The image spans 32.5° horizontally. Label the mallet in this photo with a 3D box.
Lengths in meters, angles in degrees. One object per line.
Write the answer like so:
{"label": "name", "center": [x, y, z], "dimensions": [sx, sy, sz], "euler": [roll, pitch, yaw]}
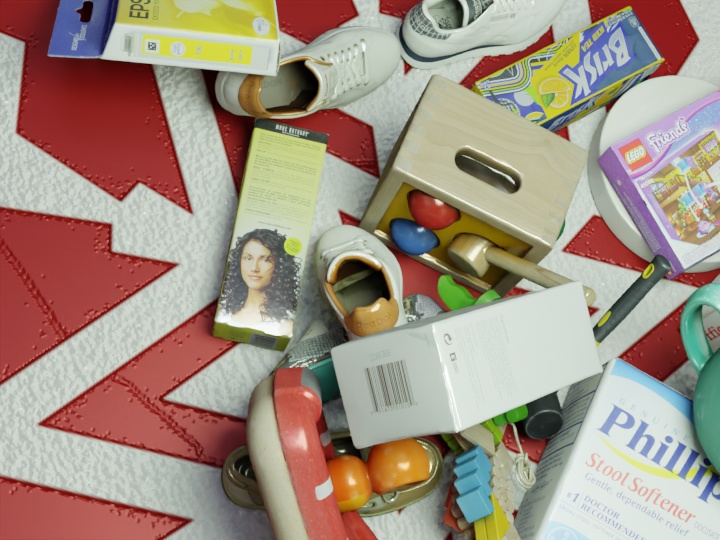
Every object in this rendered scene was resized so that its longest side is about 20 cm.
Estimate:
{"label": "mallet", "center": [0.201, 0.058, 1.101], "dimensions": [0.041, 0.201, 0.066], "euler": [24, 22, -28]}

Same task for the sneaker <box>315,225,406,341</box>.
{"label": "sneaker", "center": [0.000, 0.000, 1.064], "dimensions": [0.072, 0.086, 0.201], "euler": [-21, 35, -4]}

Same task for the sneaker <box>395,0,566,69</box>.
{"label": "sneaker", "center": [0.132, -0.262, 1.238], "dimensions": [0.198, 0.081, 0.077], "euler": [-25, 77, -20]}

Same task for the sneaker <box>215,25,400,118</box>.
{"label": "sneaker", "center": [-0.031, -0.177, 1.155], "dimensions": [0.198, 0.084, 0.074], "euler": [-22, 117, -29]}

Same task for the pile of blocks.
{"label": "pile of blocks", "center": [0.090, 0.175, 1.067], "dimensions": [0.082, 0.062, 0.202], "euler": [40, 34, -34]}

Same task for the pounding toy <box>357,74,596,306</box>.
{"label": "pounding toy", "center": [0.112, -0.048, 1.106], "dimensions": [0.198, 0.184, 0.144], "euler": [26, 69, -2]}

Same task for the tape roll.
{"label": "tape roll", "center": [0.328, -0.098, 1.248], "dimensions": [0.199, 0.037, 0.206], "euler": [4, 71, -11]}

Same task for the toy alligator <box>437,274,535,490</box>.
{"label": "toy alligator", "center": [0.127, 0.088, 1.084], "dimensions": [0.059, 0.054, 0.203], "euler": [-2, 67, -59]}

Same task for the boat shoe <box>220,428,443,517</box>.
{"label": "boat shoe", "center": [-0.020, 0.172, 1.071], "dimensions": [0.197, 0.063, 0.075], "euler": [3, 71, -11]}

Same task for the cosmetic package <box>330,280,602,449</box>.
{"label": "cosmetic package", "center": [0.086, 0.070, 0.953], "dimensions": [0.198, 0.112, 0.083], "euler": [-11, 86, -46]}

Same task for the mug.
{"label": "mug", "center": [0.352, 0.106, 1.041], "dimensions": [0.149, 0.115, 0.188], "euler": [-1, 59, -22]}

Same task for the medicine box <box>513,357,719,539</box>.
{"label": "medicine box", "center": [0.246, 0.214, 1.093], "dimensions": [0.180, 0.103, 0.202], "euler": [29, 69, -2]}

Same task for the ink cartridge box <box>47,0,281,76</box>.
{"label": "ink cartridge box", "center": [-0.175, -0.245, 1.130], "dimensions": [0.196, 0.048, 0.199], "euler": [6, 34, -12]}

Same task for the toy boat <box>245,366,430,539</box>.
{"label": "toy boat", "center": [-0.007, 0.168, 0.972], "dimensions": [0.129, 0.131, 0.203], "euler": [-15, 106, 2]}

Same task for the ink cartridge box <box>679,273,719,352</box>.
{"label": "ink cartridge box", "center": [0.418, 0.075, 1.151], "dimensions": [0.200, 0.146, 0.085], "euler": [46, 68, 6]}

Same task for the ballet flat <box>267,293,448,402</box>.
{"label": "ballet flat", "center": [-0.011, 0.070, 1.114], "dimensions": [0.197, 0.072, 0.073], "euler": [-19, 77, -17]}

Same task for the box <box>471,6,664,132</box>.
{"label": "box", "center": [0.201, -0.186, 1.236], "dimensions": [0.198, 0.064, 0.071], "euler": [-28, 80, -20]}

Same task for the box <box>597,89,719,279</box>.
{"label": "box", "center": [0.348, -0.097, 1.211], "dimensions": [0.198, 0.039, 0.138], "euler": [-26, 80, -18]}

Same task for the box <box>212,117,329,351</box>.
{"label": "box", "center": [-0.082, -0.034, 1.133], "dimensions": [0.074, 0.050, 0.203], "euler": [11, 70, -8]}
